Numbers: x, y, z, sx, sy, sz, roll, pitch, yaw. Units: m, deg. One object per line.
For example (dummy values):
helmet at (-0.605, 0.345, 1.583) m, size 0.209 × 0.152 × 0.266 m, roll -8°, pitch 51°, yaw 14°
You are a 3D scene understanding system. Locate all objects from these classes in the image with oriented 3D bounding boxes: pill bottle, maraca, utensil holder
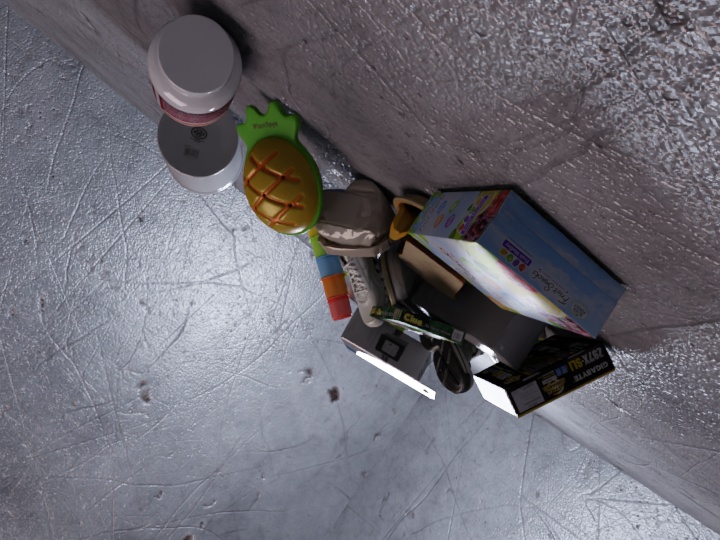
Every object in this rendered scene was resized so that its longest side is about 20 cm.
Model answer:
pill bottle at (-0.207, -0.249, 0.801) m, size 0.113 × 0.114 × 0.200 m, roll 37°, pitch 175°, yaw -17°
maraca at (-0.121, -0.148, 0.952) m, size 0.135 × 0.107 × 0.203 m, roll -3°, pitch 112°, yaw 27°
utensil holder at (-0.327, -0.256, 1.318) m, size 0.169 × 0.171 × 0.200 m, roll 36°, pitch 172°, yaw -7°

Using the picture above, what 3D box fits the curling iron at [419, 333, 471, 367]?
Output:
curling iron at (0.138, 0.131, 1.193) m, size 0.200 × 0.025 × 0.050 m, roll 42°, pitch -149°, yaw -18°

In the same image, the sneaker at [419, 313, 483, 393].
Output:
sneaker at (0.179, 0.133, 1.078) m, size 0.114 × 0.077 × 0.201 m, roll 2°, pitch -155°, yaw -13°

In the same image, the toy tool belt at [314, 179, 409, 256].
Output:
toy tool belt at (-0.023, -0.077, 1.034) m, size 0.198 × 0.127 × 0.123 m, roll 9°, pitch 167°, yaw 34°

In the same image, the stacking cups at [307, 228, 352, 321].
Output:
stacking cups at (-0.060, -0.007, 1.204) m, size 0.061 × 0.060 × 0.203 m, roll 63°, pitch -165°, yaw -80°

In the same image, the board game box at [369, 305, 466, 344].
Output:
board game box at (0.084, 0.083, 1.002) m, size 0.104 × 0.024 × 0.200 m, roll 23°, pitch 174°, yaw -10°

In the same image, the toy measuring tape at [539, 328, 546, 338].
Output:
toy measuring tape at (0.246, 0.095, 1.058) m, size 0.073 × 0.074 × 0.200 m, roll 36°, pitch 180°, yaw -2°

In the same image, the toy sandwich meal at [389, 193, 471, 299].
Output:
toy sandwich meal at (0.109, -0.029, 0.896) m, size 0.204 × 0.071 × 0.205 m, roll 36°, pitch 175°, yaw 3°

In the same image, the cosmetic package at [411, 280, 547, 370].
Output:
cosmetic package at (0.184, 0.057, 0.993) m, size 0.090 × 0.107 × 0.199 m, roll 39°, pitch 177°, yaw -41°

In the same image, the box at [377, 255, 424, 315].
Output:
box at (0.128, 0.041, 1.232) m, size 0.199 × 0.108 × 0.148 m, roll 37°, pitch 176°, yaw -17°

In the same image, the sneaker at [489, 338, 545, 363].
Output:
sneaker at (0.315, 0.158, 1.225) m, size 0.130 × 0.081 × 0.199 m, roll 21°, pitch 177°, yaw 37°

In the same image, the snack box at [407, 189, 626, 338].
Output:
snack box at (0.160, -0.013, 0.703) m, size 0.168 × 0.068 × 0.200 m, roll 37°, pitch 177°, yaw -15°

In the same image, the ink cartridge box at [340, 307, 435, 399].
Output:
ink cartridge box at (0.068, 0.157, 1.198) m, size 0.198 × 0.067 × 0.116 m, roll 29°, pitch 167°, yaw 13°

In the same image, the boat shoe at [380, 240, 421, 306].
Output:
boat shoe at (0.072, -0.011, 1.039) m, size 0.201 × 0.067 × 0.076 m, roll -84°, pitch -17°, yaw -63°

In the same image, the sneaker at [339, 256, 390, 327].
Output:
sneaker at (0.000, 0.000, 1.120) m, size 0.075 × 0.203 × 0.080 m, roll -16°, pitch 169°, yaw 42°

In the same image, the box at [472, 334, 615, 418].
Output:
box at (0.272, 0.156, 0.979) m, size 0.050 × 0.158 × 0.200 m, roll 63°, pitch 175°, yaw 2°

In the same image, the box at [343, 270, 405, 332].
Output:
box at (0.022, 0.062, 1.266) m, size 0.121 × 0.048 × 0.200 m, roll 38°, pitch 176°, yaw -21°
